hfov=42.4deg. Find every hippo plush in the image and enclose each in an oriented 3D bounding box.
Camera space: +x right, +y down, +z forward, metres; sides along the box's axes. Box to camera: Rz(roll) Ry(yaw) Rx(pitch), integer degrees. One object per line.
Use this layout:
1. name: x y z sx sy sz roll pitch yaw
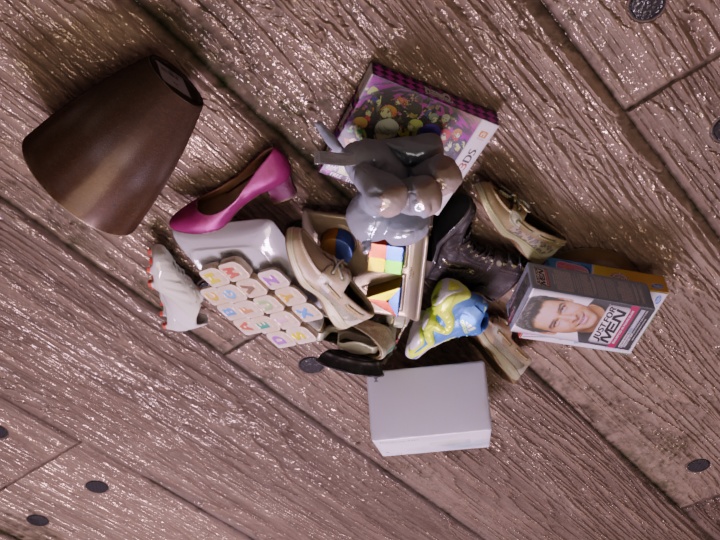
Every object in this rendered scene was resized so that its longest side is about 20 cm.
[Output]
1. hippo plush: 0.031 -0.088 1.263 0.199 0.160 0.161 3 133 -4

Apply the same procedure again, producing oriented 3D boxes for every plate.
1. plate: -0.175 0.004 1.441 0.199 0.032 0.200 -2 137 32

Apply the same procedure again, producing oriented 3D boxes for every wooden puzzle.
1. wooden puzzle: 0.000 0.000 1.436 0.199 0.046 0.186 11 130 9

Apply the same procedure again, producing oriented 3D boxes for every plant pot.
1. plant pot: -0.308 -0.182 1.226 0.200 0.187 0.187 -43 122 16
2. plant pot: 0.364 0.045 1.537 0.199 0.028 0.201 -1 133 -1

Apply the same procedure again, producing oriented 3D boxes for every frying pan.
1. frying pan: -0.006 0.151 1.543 0.114 0.190 0.031 13 94 14

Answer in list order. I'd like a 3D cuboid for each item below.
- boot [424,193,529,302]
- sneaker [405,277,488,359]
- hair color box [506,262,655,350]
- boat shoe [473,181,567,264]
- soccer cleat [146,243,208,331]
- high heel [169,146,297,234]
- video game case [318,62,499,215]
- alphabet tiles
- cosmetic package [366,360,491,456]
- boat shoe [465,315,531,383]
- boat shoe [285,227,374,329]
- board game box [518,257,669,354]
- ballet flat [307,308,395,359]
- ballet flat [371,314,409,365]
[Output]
1. boot: 0.187 -0.031 1.441 0.173 0.069 0.200 14 141 -15
2. sneaker: 0.143 0.095 1.491 0.105 0.076 0.200 20 144 -5
3. hair color box: 0.338 0.057 1.432 0.199 0.061 0.099 10 133 -9
4. boat shoe: 0.238 -0.081 1.391 0.063 0.073 0.200 -34 136 20
5. soccer cleat: -0.293 0.026 1.487 0.077 0.069 0.200 -6 141 -2
6. high heel: -0.195 -0.120 1.344 0.199 0.068 0.096 -22 140 0
7. video game case: 0.065 -0.180 1.311 0.199 0.036 0.181 19 130 -18
8. alphabet tiles: -0.158 0.053 1.450 0.195 0.015 0.200 -13 131 43
9. cosmetic package: 0.122 0.244 1.606 0.198 0.123 0.200 -6 160 5
10. boat shoe: 0.223 0.106 1.574 0.065 0.072 0.200 -44 115 -9
11. boat shoe: -0.044 0.007 1.373 0.065 0.072 0.200 -18 128 20
12. board game box: 0.373 0.060 1.505 0.199 0.040 0.153 9 133 -10
13. ballet flat: -0.041 0.096 1.513 0.199 0.062 0.068 14 127 15
14. ballet flat: 0.056 0.086 1.547 0.075 0.064 0.200 9 132 -11
